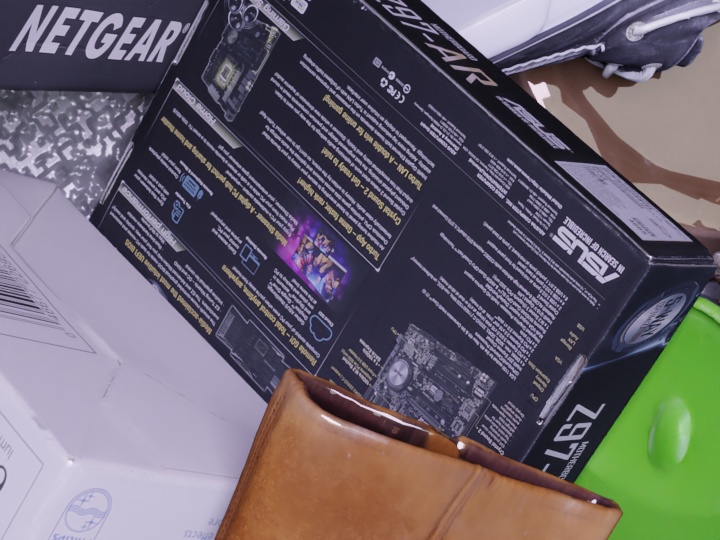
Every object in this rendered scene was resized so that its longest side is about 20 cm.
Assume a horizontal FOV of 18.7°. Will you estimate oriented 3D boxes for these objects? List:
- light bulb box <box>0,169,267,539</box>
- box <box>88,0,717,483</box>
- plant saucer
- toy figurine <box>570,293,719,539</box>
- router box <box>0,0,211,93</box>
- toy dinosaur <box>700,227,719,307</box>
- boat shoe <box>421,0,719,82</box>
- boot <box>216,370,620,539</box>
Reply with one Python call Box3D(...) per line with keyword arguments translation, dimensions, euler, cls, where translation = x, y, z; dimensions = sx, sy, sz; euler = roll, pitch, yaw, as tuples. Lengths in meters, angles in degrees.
Box3D(translation=(-0.139, 0.092, 0.699), dimensions=(0.198, 0.124, 0.201), euler=(42, 108, 40), cls="light bulb box")
Box3D(translation=(0.000, 0.000, 0.734), dimensions=(0.200, 0.043, 0.161), euler=(44, 115, 30), cls="box")
Box3D(translation=(0.139, -0.097, 0.840), dimensions=(0.199, 0.029, 0.201), euler=(0, 90, -3), cls="plant saucer")
Box3D(translation=(0.140, 0.105, 0.768), dimensions=(0.150, 0.184, 0.201), euler=(16, 100, 39), cls="toy figurine")
Box3D(translation=(-0.137, -0.120, 0.718), dimensions=(0.149, 0.200, 0.051), euler=(39, 104, 11), cls="router box")
Box3D(translation=(0.064, 0.045, 0.806), dimensions=(0.181, 0.105, 0.200), euler=(-27, 112, 21), cls="toy dinosaur")
Box3D(translation=(0.098, -0.100, 0.792), dimensions=(0.199, 0.072, 0.068), euler=(-28, 116, -7), cls="boat shoe")
Box3D(translation=(0.014, 0.146, 0.635), dimensions=(0.188, 0.068, 0.201), euler=(28, 97, -15), cls="boot")
